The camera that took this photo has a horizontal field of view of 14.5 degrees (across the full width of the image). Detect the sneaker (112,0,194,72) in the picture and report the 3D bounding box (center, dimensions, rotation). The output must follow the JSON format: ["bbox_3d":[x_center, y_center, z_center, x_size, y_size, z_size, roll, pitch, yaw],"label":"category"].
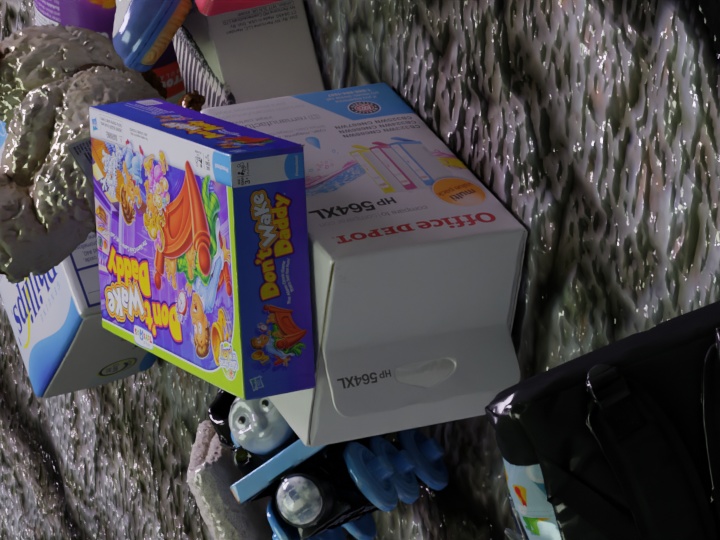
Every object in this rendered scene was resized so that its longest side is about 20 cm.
[{"bbox_3d":[-0.141,-0.210,1.751,0.075,0.088,0.201,-43,30,44],"label":"sneaker"}]

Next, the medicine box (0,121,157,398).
[{"bbox_3d":[-0.213,-0.033,2.127,0.201,0.102,0.182,69,157,16],"label":"medicine box"}]

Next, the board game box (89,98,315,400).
[{"bbox_3d":[-0.091,-0.016,1.584,0.200,0.045,0.135,20,116,61],"label":"board game box"}]

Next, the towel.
[{"bbox_3d":[-0.079,0.173,1.915,0.200,0.034,0.133,-85,-30,-84],"label":"towel"}]

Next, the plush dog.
[{"bbox_3d":[-0.176,-0.092,1.787,0.172,0.199,0.161,54,124,37],"label":"plush dog"}]

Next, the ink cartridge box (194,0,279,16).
[{"bbox_3d":[-0.061,-0.265,1.644,0.145,0.084,0.200,67,157,19],"label":"ink cartridge box"}]

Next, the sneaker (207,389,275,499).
[{"bbox_3d":[-0.057,0.106,1.862,0.076,0.090,0.201,45,144,49],"label":"sneaker"}]

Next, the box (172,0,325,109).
[{"bbox_3d":[-0.059,-0.083,1.775,0.082,0.068,0.201,166,89,-69],"label":"box"}]

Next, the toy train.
[{"bbox_3d":[-0.020,0.105,1.677,0.114,0.087,0.200,56,-164,8],"label":"toy train"}]

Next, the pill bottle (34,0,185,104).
[{"bbox_3d":[-0.165,-0.166,1.917,0.111,0.111,0.201,44,143,52],"label":"pill bottle"}]

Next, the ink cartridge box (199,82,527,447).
[{"bbox_3d":[0.000,0.000,1.602,0.200,0.128,0.126,48,139,47],"label":"ink cartridge box"}]

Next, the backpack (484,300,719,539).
[{"bbox_3d":[0.152,0.128,1.322,0.154,0.163,0.201,163,85,-76],"label":"backpack"}]
